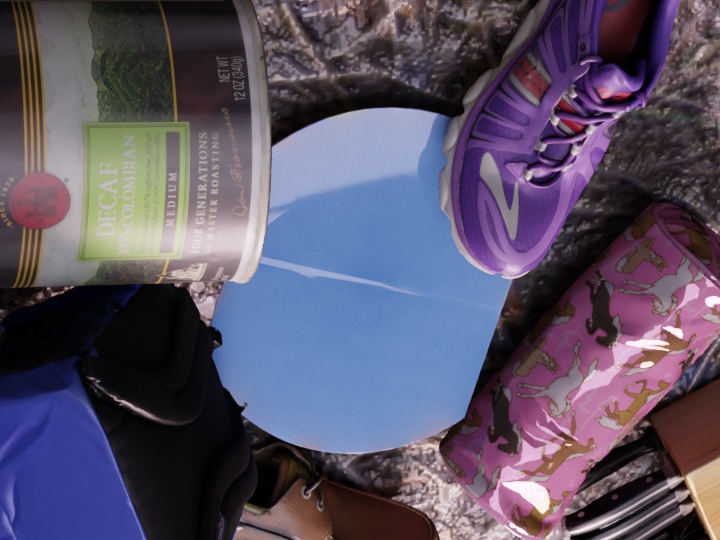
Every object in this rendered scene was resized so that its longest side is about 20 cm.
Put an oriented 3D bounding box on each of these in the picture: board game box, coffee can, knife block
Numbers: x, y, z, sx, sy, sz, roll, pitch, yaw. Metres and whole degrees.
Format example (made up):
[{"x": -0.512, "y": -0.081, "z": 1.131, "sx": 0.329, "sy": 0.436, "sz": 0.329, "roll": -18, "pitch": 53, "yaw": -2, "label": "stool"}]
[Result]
[{"x": 0.000, "y": 0.000, "z": 1.432, "sx": 0.157, "sy": 0.039, "sz": 0.201, "roll": 11, "pitch": 109, "yaw": -19, "label": "board game box"}, {"x": -0.154, "y": -0.064, "z": 1.287, "sx": 0.199, "sy": 0.147, "sz": 0.147, "roll": -2, "pitch": 121, "yaw": -14, "label": "coffee can"}, {"x": 0.209, "y": 0.101, "z": 1.527, "sx": 0.175, "sy": 0.064, "sz": 0.201, "roll": 11, "pitch": 117, "yaw": -23, "label": "knife block"}]

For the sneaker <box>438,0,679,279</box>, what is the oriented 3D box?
[{"x": 0.105, "y": -0.087, "z": 1.359, "sx": 0.080, "sy": 0.083, "sz": 0.201, "roll": 18, "pitch": 102, "yaw": -23, "label": "sneaker"}]

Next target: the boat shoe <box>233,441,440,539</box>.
[{"x": -0.043, "y": 0.136, "z": 1.480, "sx": 0.199, "sy": 0.072, "sz": 0.068, "roll": 6, "pitch": 120, "yaw": -18, "label": "boat shoe"}]

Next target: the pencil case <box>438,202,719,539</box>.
[{"x": 0.131, "y": 0.058, "z": 1.475, "sx": 0.087, "sy": 0.083, "sz": 0.200, "roll": 46, "pitch": 106, "yaw": 13, "label": "pencil case"}]

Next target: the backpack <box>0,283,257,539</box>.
[{"x": -0.146, "y": 0.090, "z": 1.329, "sx": 0.167, "sy": 0.200, "sz": 0.163, "roll": -11, "pitch": 108, "yaw": 16, "label": "backpack"}]
